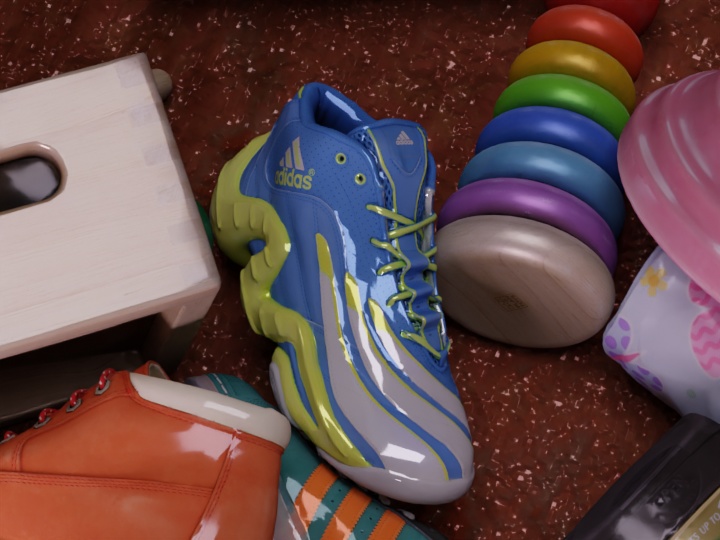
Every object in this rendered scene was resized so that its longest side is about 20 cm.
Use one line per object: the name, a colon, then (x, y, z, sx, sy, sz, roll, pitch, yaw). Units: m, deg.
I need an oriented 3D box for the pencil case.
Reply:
pencil case: (0.200, 0.055, 1.197, 0.200, 0.083, 0.091, 37, 70, 15)

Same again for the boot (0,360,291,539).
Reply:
boot: (-0.119, 0.085, 1.150, 0.199, 0.075, 0.108, 9, 75, 25)

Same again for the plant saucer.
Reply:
plant saucer: (0.207, -0.027, 1.197, 0.200, 0.051, 0.201, 21, 30, -13)

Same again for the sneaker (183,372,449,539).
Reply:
sneaker: (-0.008, 0.121, 1.172, 0.080, 0.071, 0.200, -14, 57, -31)

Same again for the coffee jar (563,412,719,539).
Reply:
coffee jar: (0.176, 0.153, 1.147, 0.200, 0.085, 0.104, 40, 68, 17)

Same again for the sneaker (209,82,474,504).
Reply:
sneaker: (0.000, 0.000, 1.182, 0.076, 0.105, 0.200, -3, 44, -37)

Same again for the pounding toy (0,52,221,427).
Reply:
pounding toy: (-0.143, -0.021, 1.178, 0.199, 0.184, 0.143, -17, 79, -15)

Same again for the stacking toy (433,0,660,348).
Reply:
stacking toy: (0.089, -0.069, 1.261, 0.085, 0.085, 0.201, 14, 60, 5)
